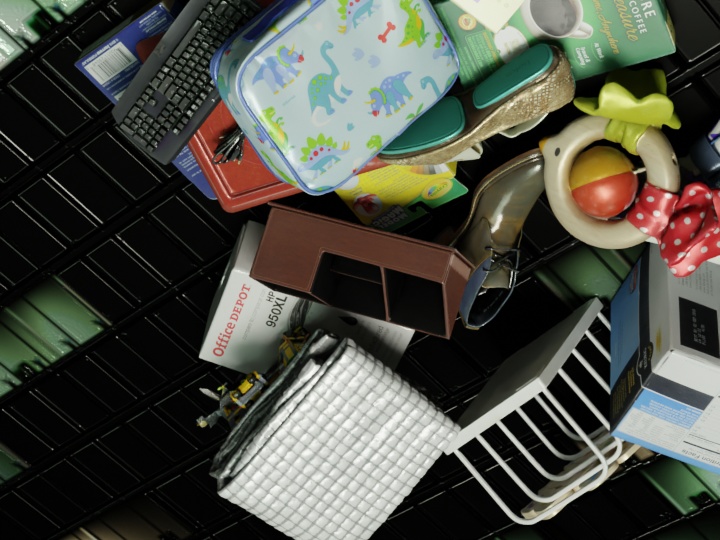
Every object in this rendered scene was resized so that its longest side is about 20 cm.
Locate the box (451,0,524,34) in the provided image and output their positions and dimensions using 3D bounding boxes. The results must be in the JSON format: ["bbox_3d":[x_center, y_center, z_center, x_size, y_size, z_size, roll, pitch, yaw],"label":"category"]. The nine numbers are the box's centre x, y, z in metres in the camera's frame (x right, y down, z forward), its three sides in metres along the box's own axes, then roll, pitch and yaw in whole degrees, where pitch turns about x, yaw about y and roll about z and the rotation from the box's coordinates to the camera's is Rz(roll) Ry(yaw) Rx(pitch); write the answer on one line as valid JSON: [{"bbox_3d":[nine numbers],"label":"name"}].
[{"bbox_3d":[0.089,-0.332,1.371,0.200,0.097,0.176,34,111,-19],"label":"box"}]

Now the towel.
[{"bbox_3d":[-0.027,0.168,1.634,0.166,0.086,0.200,35,100,-23],"label":"towel"}]

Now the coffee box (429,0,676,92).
[{"bbox_3d":[0.174,-0.228,1.503,0.200,0.044,0.123,-15,125,22],"label":"coffee box"}]

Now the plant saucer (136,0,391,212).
[{"bbox_3d":[-0.089,-0.151,1.562,0.200,0.037,0.200,-16,119,22],"label":"plant saucer"}]

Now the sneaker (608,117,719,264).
[{"bbox_3d":[0.305,-0.099,1.578,0.200,0.081,0.147,20,114,7],"label":"sneaker"}]

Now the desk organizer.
[{"bbox_3d":[0.000,0.000,1.605,0.200,0.077,0.072,15,172,22],"label":"desk organizer"}]

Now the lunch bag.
[{"bbox_3d":[-0.022,-0.181,1.464,0.200,0.082,0.161,-42,120,-11],"label":"lunch bag"}]

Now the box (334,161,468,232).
[{"bbox_3d":[0.008,-0.130,1.612,0.117,0.048,0.200,-26,118,28],"label":"box"}]

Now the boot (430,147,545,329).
[{"bbox_3d":[0.144,-0.030,1.627,0.075,0.097,0.200,2,143,-34],"label":"boot"}]

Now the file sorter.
[{"bbox_3d":[0.200,0.145,1.686,0.125,0.200,0.139,50,123,-1],"label":"file sorter"}]

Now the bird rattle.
[{"bbox_3d":[0.251,-0.084,1.529,0.163,0.113,0.200,-18,99,34],"label":"bird rattle"}]

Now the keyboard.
[{"bbox_3d":[-0.136,-0.168,1.527,0.127,0.021,0.200,35,126,-10],"label":"keyboard"}]

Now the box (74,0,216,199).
[{"bbox_3d":[-0.166,-0.167,1.619,0.121,0.032,0.200,-29,118,29],"label":"box"}]

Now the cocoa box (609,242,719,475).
[{"bbox_3d":[0.328,0.074,1.625,0.133,0.200,0.131,20,130,-8],"label":"cocoa box"}]

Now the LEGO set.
[{"bbox_3d":[-0.058,0.146,1.727,0.200,0.116,0.154,34,99,-25],"label":"LEGO set"}]

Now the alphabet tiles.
[{"bbox_3d":[0.253,0.191,1.742,0.015,0.200,0.196,49,167,1],"label":"alphabet tiles"}]

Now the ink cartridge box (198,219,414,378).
[{"bbox_3d":[-0.054,0.051,1.747,0.200,0.084,0.145,19,131,-6],"label":"ink cartridge box"}]

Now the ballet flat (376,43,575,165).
[{"bbox_3d":[0.109,-0.135,1.517,0.200,0.071,0.065,-24,132,25],"label":"ballet flat"}]
